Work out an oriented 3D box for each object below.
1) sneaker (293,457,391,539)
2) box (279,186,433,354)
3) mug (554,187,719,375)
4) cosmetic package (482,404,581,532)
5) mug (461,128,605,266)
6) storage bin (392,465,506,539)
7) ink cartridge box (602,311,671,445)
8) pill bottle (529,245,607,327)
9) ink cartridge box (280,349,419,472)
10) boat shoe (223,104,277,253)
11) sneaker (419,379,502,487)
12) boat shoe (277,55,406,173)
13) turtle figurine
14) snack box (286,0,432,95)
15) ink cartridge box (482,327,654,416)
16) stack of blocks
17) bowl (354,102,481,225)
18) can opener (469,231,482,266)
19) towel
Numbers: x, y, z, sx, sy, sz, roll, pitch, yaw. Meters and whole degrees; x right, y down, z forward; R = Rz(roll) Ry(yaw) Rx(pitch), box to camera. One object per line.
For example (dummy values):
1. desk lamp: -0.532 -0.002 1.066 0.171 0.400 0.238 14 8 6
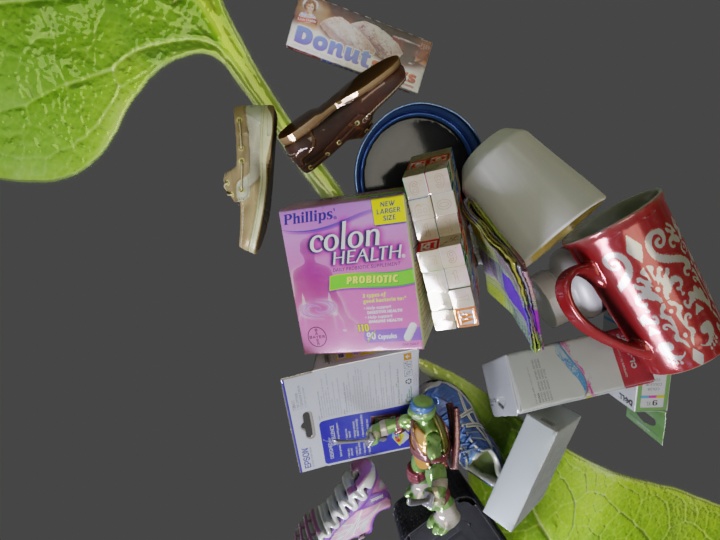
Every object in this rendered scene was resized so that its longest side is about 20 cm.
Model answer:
1. sneaker: -0.026 0.395 0.858 0.088 0.081 0.200 43 91 -19
2. box: 0.000 0.000 0.751 0.171 0.097 0.205 -5 103 18
3. mug: 0.350 0.028 0.706 0.175 0.133 0.203 -31 91 15
4. cosmetic package: 0.262 0.284 0.819 0.051 0.199 0.154 24 95 31
5. mug: 0.217 -0.100 0.741 0.149 0.186 0.154 -40 76 8
6. storage bin: 0.157 0.440 0.877 0.134 0.094 0.202 -35 101 0
7. ink cartridge box: 0.427 0.154 0.855 0.058 0.104 0.206 -1 100 -6
8. pill bottle: 0.353 0.000 0.817 0.197 0.111 0.113 -29 101 -2
9. ink cartridge box: -0.008 0.198 0.808 0.195 0.047 0.202 -9 123 -6
10. boat shoe: -0.156 -0.127 0.761 0.065 0.074 0.206 6 89 -4
11. sneaker: 0.162 0.252 0.854 0.076 0.077 0.200 -42 100 3
12. boat shoe: -0.018 -0.213 0.758 0.197 0.071 0.071 -31 118 14
13. turtle figurine: 0.062 0.281 0.760 0.141 0.201 0.198 1 122 30
14. snack box: -0.001 -0.316 0.768 0.195 0.024 0.074 17 99 -9
15. ink cartridge box: 0.295 0.151 0.810 0.195 0.146 0.085 -11 75 -5
16. stack of blocks: 0.109 -0.041 0.713 0.057 0.116 0.204 -9 115 17
17. bowl: 0.086 -0.137 0.800 0.195 0.039 0.206 -1 100 -7
18. can opener: 0.152 -0.026 0.821 0.197 0.067 0.053 -26 106 6
19. towel: 0.186 0.008 0.716 0.022 0.145 0.201 -29 136 1
